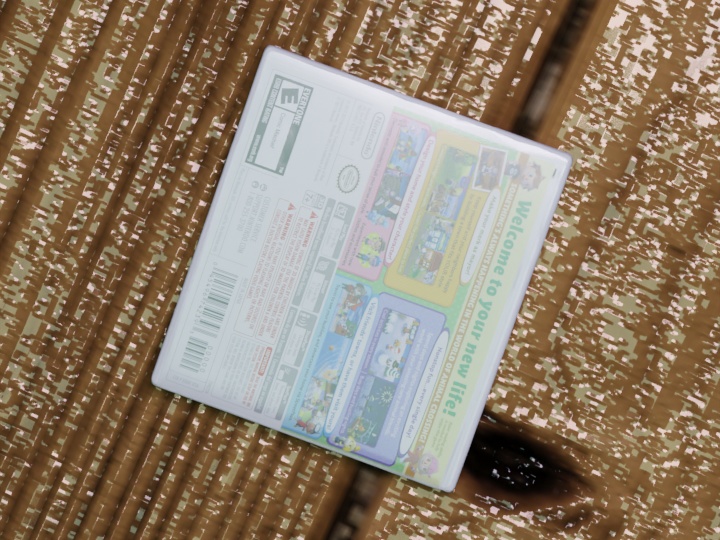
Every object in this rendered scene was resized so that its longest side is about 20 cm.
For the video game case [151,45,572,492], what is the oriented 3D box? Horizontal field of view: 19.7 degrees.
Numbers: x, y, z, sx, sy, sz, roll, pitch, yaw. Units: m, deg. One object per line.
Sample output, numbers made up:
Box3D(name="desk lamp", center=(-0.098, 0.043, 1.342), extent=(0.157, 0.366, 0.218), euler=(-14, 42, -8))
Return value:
Box3D(name="video game case", center=(0.000, 0.000, 1.151), extent=(0.181, 0.022, 0.201), euler=(20, 96, 0))
